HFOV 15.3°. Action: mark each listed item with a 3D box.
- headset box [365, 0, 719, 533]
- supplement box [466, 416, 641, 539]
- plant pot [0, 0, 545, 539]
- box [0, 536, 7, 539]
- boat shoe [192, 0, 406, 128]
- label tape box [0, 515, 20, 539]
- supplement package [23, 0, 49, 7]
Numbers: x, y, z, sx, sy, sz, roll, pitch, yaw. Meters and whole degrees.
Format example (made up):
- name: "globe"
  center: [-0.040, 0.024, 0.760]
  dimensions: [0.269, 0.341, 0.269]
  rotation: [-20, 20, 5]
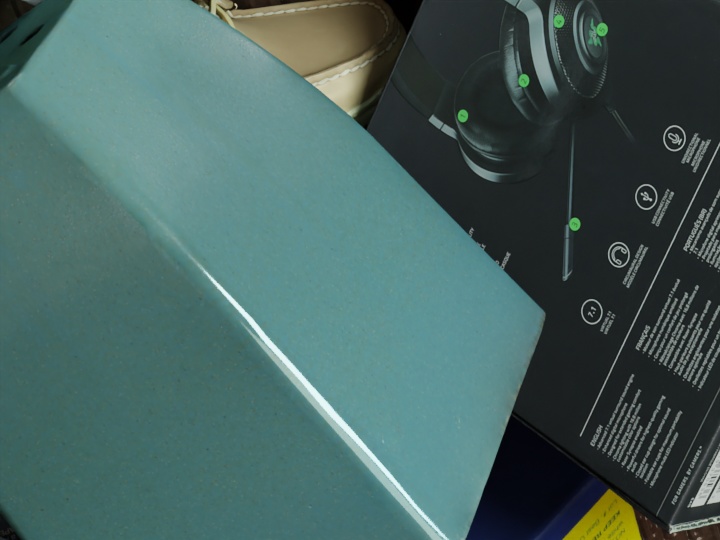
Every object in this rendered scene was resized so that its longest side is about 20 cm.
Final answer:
- name: "headset box"
  center: [0.096, -0.034, 0.985]
  dimensions: [0.093, 0.200, 0.175]
  rotation: [-3, 122, -54]
- name: "supplement box"
  center: [0.051, 0.148, 1.122]
  dimensions: [0.109, 0.109, 0.201]
  rotation: [-43, 139, -22]
- name: "plant pot"
  center: [-0.065, 0.010, 0.896]
  dimensions: [0.141, 0.142, 0.200]
  rotation: [-31, 110, 32]
- name: "box"
  center: [-0.123, 0.145, 1.011]
  dimensions: [0.200, 0.082, 0.049]
  rotation: [29, 100, -36]
- name: "boat shoe"
  center: [-0.072, -0.073, 1.009]
  dimensions: [0.199, 0.074, 0.067]
  rotation: [-18, 127, -17]
- name: "label tape box"
  center: [-0.118, 0.080, 1.070]
  dimensions: [0.144, 0.063, 0.201]
  rotation: [-21, 124, -16]
- name: "supplement package"
  center: [-0.133, -0.176, 0.890]
  dimensions: [0.199, 0.110, 0.114]
  rotation: [20, 123, -32]
